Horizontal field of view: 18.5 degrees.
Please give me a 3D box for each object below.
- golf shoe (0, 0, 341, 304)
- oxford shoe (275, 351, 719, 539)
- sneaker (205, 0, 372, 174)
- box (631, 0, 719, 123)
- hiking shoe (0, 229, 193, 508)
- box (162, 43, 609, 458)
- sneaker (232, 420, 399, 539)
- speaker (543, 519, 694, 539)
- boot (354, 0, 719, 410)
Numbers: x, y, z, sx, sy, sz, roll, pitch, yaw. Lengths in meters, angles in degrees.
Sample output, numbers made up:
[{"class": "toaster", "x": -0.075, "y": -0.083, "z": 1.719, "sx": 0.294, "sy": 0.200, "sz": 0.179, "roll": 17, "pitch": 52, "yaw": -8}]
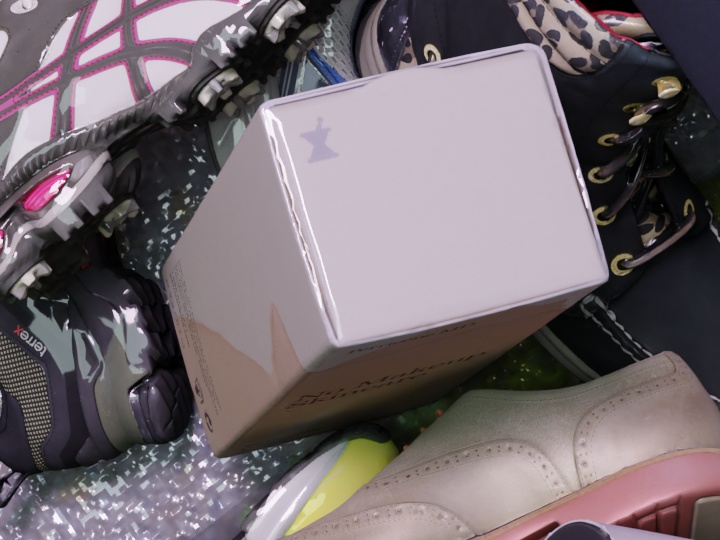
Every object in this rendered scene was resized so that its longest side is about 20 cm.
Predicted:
[{"class": "golf shoe", "x": -0.080, "y": -0.079, "z": 0.763, "sx": 0.200, "sy": 0.077, "sz": 0.088, "roll": -42, "pitch": 83, "yaw": 1}, {"class": "oxford shoe", "x": 0.030, "y": 0.085, "z": 0.745, "sx": 0.200, "sy": 0.071, "sz": 0.074, "roll": -16, "pitch": 52, "yaw": 1}, {"class": "sneaker", "x": -0.026, "y": -0.125, "z": 0.834, "sx": 0.085, "sy": 0.077, "sz": 0.200, "roll": -12, "pitch": 90, "yaw": 4}, {"class": "box", "x": 0.156, "y": -0.164, "z": 0.639, "sx": 0.198, "sy": 0.123, "sz": 0.200, "roll": -38, "pitch": 94, "yaw": -21}, {"class": "hiking shoe", "x": -0.142, "y": -0.014, "z": 0.837, "sx": 0.101, "sy": 0.076, "sz": 0.200, "roll": -24, "pitch": 80, "yaw": 5}, {"class": "box", "x": 0.000, "y": 0.000, "z": 0.732, "sx": 0.095, "sy": 0.200, "sz": 0.078, "roll": -14, "pitch": 80, "yaw": -15}, {"class": "sneaker", "x": -0.019, "y": 0.152, "z": 0.796, "sx": 0.090, "sy": 0.078, "sz": 0.200, "roll": 23, "pitch": 97, "yaw": 9}, {"class": "speaker", "x": 0.148, "y": 0.134, "z": 0.703, "sx": 0.200, "sy": 0.081, "sz": 0.081, "roll": 13, "pitch": 85, "yaw": -21}, {"class": "boot", "x": 0.090, "y": -0.037, "z": 0.736, "sx": 0.073, "sy": 0.154, "sz": 0.204, "roll": -40, "pitch": 89, "yaw": -22}]
